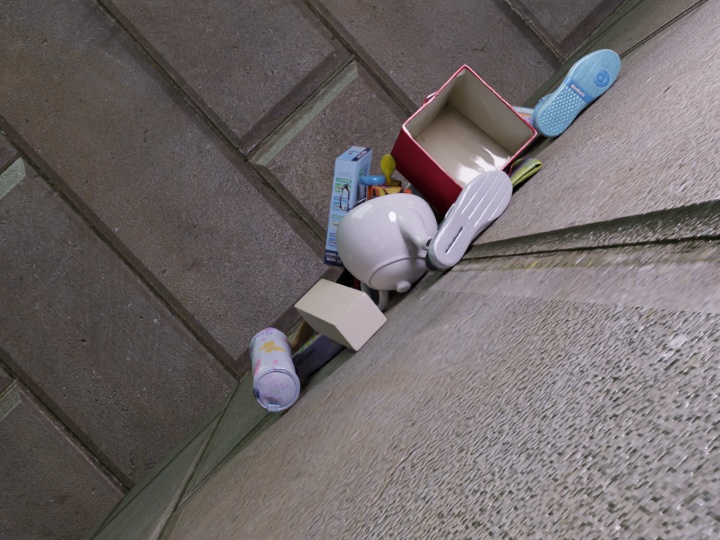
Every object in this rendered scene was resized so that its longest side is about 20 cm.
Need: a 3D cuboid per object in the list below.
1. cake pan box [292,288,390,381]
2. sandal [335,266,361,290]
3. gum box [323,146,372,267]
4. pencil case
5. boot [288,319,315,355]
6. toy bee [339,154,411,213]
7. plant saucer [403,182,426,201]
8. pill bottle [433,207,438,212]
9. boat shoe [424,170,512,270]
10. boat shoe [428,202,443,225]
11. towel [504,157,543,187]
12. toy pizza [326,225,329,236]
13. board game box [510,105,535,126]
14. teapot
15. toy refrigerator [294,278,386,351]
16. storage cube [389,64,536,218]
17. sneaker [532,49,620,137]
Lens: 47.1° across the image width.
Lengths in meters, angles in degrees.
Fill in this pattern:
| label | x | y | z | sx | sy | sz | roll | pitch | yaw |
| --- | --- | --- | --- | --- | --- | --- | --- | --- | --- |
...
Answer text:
| label | x | y | z | sx | sy | sz | roll | pitch | yaw |
| --- | --- | --- | --- | --- | --- | --- | --- | --- | --- |
| cake pan box | -0.047 | 0.119 | 1.622 | 0.200 | 0.052 | 0.184 | -42 | 2 | 39 |
| sandal | 0.000 | 0.000 | 1.584 | 0.201 | 0.045 | 0.075 | -60 | -14 | 20 |
| gum box | -0.023 | -0.127 | 1.592 | 0.170 | 0.044 | 0.202 | -58 | -24 | -71 |
| pencil case | -0.159 | 0.180 | 1.508 | 0.082 | 0.092 | 0.200 | -7 | 20 | -8 |
| boot | -0.157 | 0.203 | 1.747 | 0.201 | 0.072 | 0.156 | -59 | 5 | -37 |
| toy bee | 0.048 | -0.130 | 1.504 | 0.108 | 0.132 | 0.200 | 5 | 35 | 18 |
| plant saucer | 0.163 | -0.140 | 1.779 | 0.199 | 0.050 | 0.201 | -31 | -42 | -32 |
| pill bottle | 0.207 | -0.207 | 1.627 | 0.111 | 0.110 | 0.202 | 144 | 145 | -70 |
| boat shoe | 0.162 | -0.081 | 1.306 | 0.200 | 0.072 | 0.071 | -47 | 8 | -21 |
| boat shoe | 0.201 | -0.139 | 1.718 | 0.199 | 0.074 | 0.065 | -35 | -3 | -3 |
| towel | 0.254 | -0.146 | 1.466 | 0.144 | 0.023 | 0.200 | -43 | 4 | 5 |
| toy pizza | 0.024 | -0.096 | 1.826 | 0.200 | 0.199 | 0.032 | -41 | 46 | 50 |
| board game box | 0.333 | -0.331 | 1.780 | 0.200 | 0.151 | 0.045 | -52 | -28 | -76 |
| teapot | 0.054 | -0.028 | 1.446 | 0.196 | 0.147 | 0.200 | -23 | -23 | 15 |
| toy refrigerator | -0.037 | 0.075 | 1.426 | 0.076 | 0.070 | 0.200 | -44 | 21 | -14 |
| storage cube | 0.176 | -0.217 | 1.476 | 0.171 | 0.200 | 0.180 | -45 | -3 | -12 |
| sneaker | 0.402 | -0.339 | 1.583 | 0.200 | 0.080 | 0.131 | -43 | 4 | 5 |
